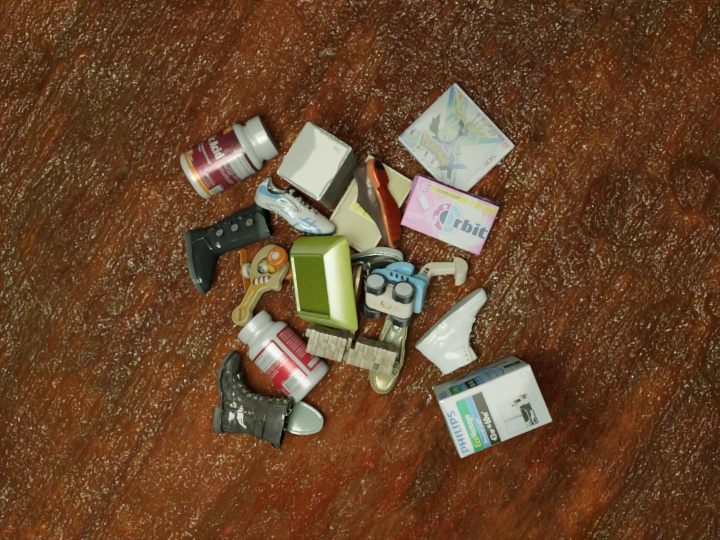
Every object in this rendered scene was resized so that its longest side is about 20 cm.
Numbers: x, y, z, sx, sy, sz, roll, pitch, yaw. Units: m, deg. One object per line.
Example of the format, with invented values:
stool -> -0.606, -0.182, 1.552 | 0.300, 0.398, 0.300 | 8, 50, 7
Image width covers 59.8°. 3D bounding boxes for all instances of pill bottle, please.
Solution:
pill bottle -> -0.291, -0.257, 1.408 | 0.199, 0.114, 0.115 | -29, 88, 3
pill bottle -> -0.175, 0.188, 1.400 | 0.112, 0.112, 0.200 | -45, 87, 2

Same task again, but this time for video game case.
video game case -> 0.217, -0.291, 1.425 | 0.182, 0.022, 0.200 | -43, 87, 2

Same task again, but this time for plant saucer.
plant saucer -> -0.091, 0.028, 1.349 | 0.048, 0.199, 0.201 | -11, 98, -36

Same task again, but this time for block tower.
block tower -> -0.023, 0.171, 1.364 | 0.199, 0.054, 0.058 | 17, 100, 2

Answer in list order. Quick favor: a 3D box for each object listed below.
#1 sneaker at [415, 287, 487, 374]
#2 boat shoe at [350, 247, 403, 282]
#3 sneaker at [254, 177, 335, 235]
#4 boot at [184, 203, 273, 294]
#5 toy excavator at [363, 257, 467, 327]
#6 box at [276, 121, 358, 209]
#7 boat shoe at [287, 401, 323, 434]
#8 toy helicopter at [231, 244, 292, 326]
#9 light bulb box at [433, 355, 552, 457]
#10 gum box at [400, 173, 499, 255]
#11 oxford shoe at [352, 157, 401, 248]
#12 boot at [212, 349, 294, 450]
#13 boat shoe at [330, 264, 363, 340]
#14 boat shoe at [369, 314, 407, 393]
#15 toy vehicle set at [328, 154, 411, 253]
sneaker -> 0.232, 0.141, 1.401 | 0.116, 0.074, 0.200 | 45, 102, 1
boat shoe -> 0.000, 0.000, 1.404 | 0.198, 0.071, 0.064 | -9, 48, 10
sneaker -> -0.142, -0.139, 1.393 | 0.199, 0.072, 0.073 | 28, 115, 4
boot -> -0.289, -0.052, 1.413 | 0.199, 0.066, 0.166 | -19, 66, 1
toy excavator -> 0.120, 0.024, 1.372 | 0.193, 0.100, 0.200 | 17, 48, 16
box -> -0.088, -0.220, 1.353 | 0.109, 0.200, 0.128 | 32, 91, 4
boat shoe -> -0.181, 0.329, 1.427 | 0.199, 0.060, 0.076 | 16, 66, 5
toy helicopter -> -0.238, 0.030, 1.416 | 0.132, 0.079, 0.201 | 19, 73, 28
light bulb box -> 0.271, 0.282, 1.330 | 0.199, 0.198, 0.126 | -22, 87, 2
gum box -> 0.192, -0.128, 1.391 | 0.199, 0.066, 0.114 | 22, 106, 3
oxford shoe -> 0.037, -0.144, 1.395 | 0.072, 0.071, 0.201 | -14, 92, 31
boot -> -0.226, 0.279, 1.367 | 0.173, 0.069, 0.202 | 2, 79, 16
boat shoe -> -0.034, 0.071, 1.375 | 0.070, 0.071, 0.201 | 13, 124, 9
boat shoe -> 0.067, 0.180, 1.410 | 0.073, 0.063, 0.202 | 19, 91, 3
toy vehicle set -> 0.020, -0.146, 1.433 | 0.124, 0.027, 0.201 | 32, 91, 3
